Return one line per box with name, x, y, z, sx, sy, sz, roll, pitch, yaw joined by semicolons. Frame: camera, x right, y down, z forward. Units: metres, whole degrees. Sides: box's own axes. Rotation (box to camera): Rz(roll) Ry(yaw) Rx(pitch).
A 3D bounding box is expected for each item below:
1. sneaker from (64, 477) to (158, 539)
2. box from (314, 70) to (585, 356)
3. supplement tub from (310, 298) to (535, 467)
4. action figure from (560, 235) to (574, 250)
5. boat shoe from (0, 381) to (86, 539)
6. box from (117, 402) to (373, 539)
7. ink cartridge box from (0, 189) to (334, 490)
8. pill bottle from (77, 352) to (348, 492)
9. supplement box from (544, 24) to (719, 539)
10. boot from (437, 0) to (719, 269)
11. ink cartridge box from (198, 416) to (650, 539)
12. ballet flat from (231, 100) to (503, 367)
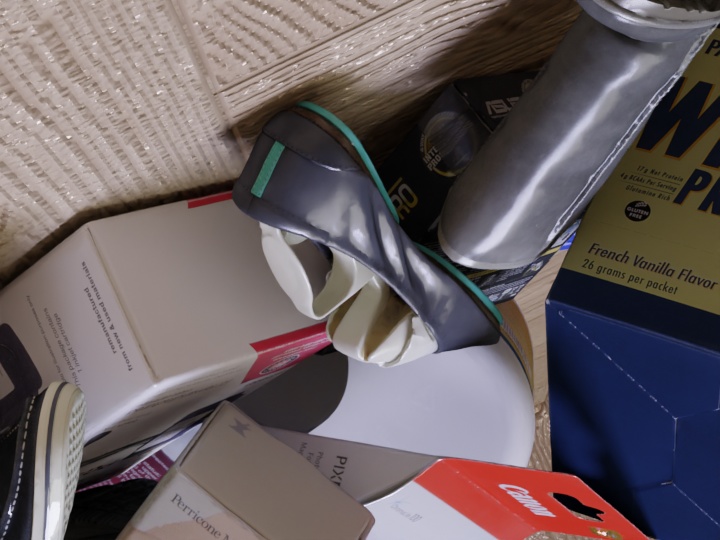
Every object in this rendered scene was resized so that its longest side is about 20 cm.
sneaker;-0.154;0.165;1.185;0.076;0.091;0.199;-15;175;-40
box;0.065;-0.035;1.181;0.161;0.049;0.199;-47;161;31
supplement tub;0.034;0.069;1.362;0.144;0.145;0.200;-27;-171;10
action figure;0.131;-0.051;1.367;0.198;0.100;0.065;3;162;-21
boat shoe;-0.165;0.112;1.008;0.062;0.075;0.200;17;144;-12
box;-0.091;0.170;1.057;0.200;0.095;0.078;-54;179;25
ink cartridge box;-0.123;0.044;1.094;0.200;0.085;0.144;-33;168;40
pill bottle;-0.098;0.079;1.258;0.114;0.115;0.200;-18;168;-41
supplement box;0.191;0.010;1.135;0.201;0.133;0.201;82;31;-55
boot;0.091;-0.077;0.963;0.181;0.073;0.200;-15;157;-52
ink cartridge box;0.032;0.127;1.136;0.199;0.057;0.162;12;167;26
ballet flat;0.000;0.000;1.033;0.073;0.073;0.200;-28;141;11
